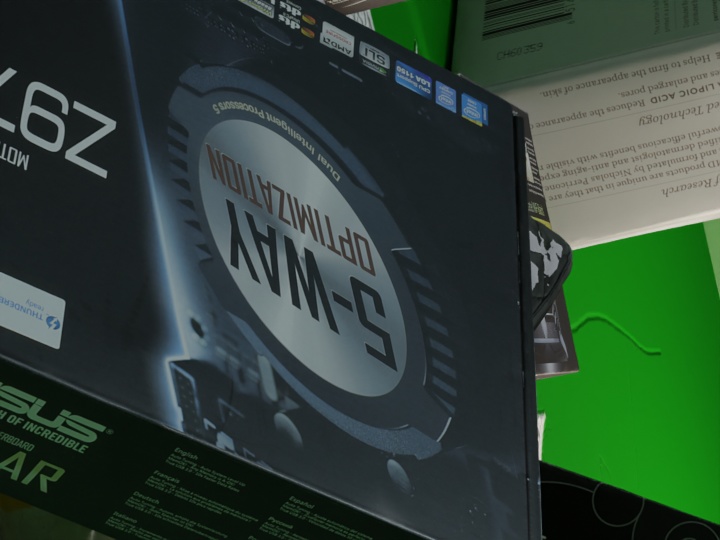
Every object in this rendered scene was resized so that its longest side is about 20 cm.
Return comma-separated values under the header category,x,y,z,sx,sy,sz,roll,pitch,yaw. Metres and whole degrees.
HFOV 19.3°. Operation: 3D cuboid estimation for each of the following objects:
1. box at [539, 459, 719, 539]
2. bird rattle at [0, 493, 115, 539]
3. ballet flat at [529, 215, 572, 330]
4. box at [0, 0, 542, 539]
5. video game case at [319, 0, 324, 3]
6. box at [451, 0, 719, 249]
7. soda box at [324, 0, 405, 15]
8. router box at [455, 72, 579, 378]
category,x,y,z,sx,sy,sz,roll,pitch,yaw
box,0.088,0.158,0.719,0.124,0.198,0.150,51,59,-69
bird rattle,-0.055,0.085,0.605,0.163,0.112,0.202,-33,125,-63
ballet flat,-0.019,-0.041,0.671,0.200,0.057,0.067,43,-26,19
box,-0.049,-0.013,0.507,0.199,0.044,0.161,26,42,-23
video game case,0.000,0.000,0.883,0.200,0.022,0.183,61,22,-52
box,0.170,-0.130,1.356,0.200,0.198,0.131,-82,155,-53
soda box,-0.024,-0.165,0.904,0.200,0.063,0.072,22,58,-72
router box,0.067,-0.015,1.163,0.200,0.052,0.159,10,69,-75
